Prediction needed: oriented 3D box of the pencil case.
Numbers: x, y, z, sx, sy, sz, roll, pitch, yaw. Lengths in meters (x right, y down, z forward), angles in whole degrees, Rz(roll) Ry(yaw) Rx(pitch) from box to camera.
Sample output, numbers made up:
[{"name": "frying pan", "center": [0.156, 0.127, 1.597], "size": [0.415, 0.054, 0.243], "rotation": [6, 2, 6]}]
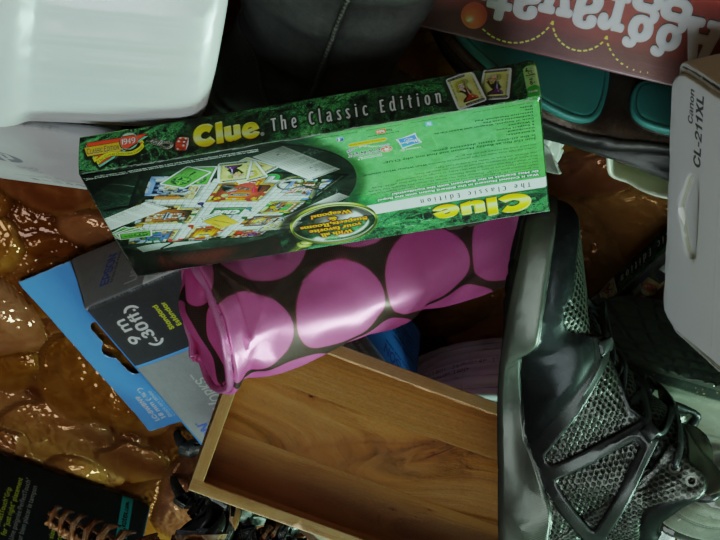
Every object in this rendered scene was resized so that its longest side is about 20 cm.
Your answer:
[{"name": "pencil case", "center": [0.000, 0.000, 0.901], "size": [0.199, 0.091, 0.094], "rotation": [-17, 178, -23]}]

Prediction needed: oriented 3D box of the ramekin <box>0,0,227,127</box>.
[{"name": "ramekin", "center": [-0.106, -0.157, 0.765], "size": [0.097, 0.201, 0.201], "rotation": [6, 132, -10]}]

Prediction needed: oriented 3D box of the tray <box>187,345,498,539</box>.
[{"name": "tray", "center": [0.017, 0.103, 0.949], "size": [0.199, 0.037, 0.099], "rotation": [20, 88, -6]}]

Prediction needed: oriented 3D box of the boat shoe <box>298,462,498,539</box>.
[{"name": "boat shoe", "center": [0.065, 0.139, 0.997], "size": [0.198, 0.072, 0.077], "rotation": [16, 115, -7]}]

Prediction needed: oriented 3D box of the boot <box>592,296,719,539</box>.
[{"name": "boot", "center": [0.189, 0.098, 0.972], "size": [0.199, 0.068, 0.131], "rotation": [17, 122, -13]}]

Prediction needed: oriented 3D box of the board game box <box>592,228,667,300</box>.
[{"name": "board game box", "center": [0.219, -0.004, 0.961], "size": [0.104, 0.024, 0.200], "rotation": [28, 128, -19]}]

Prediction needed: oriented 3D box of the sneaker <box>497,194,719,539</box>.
[{"name": "sneaker", "center": [0.123, 0.055, 0.873], "size": [0.113, 0.076, 0.201], "rotation": [-1, 113, 7]}]

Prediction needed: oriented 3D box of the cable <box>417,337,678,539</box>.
[{"name": "cable", "center": [0.095, 0.124, 1.066], "size": [0.199, 0.069, 0.201], "rotation": [-15, 127, 19]}]

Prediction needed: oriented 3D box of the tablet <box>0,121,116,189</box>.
[{"name": "tablet", "center": [-0.169, -0.059, 0.885], "size": [0.199, 0.014, 0.130], "rotation": [8, 172, 29]}]

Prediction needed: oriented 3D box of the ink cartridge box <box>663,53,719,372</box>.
[{"name": "ink cartridge box", "center": [0.251, -0.038, 0.829], "size": [0.199, 0.083, 0.147], "rotation": [-15, 122, -17]}]

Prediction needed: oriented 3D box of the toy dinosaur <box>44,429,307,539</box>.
[{"name": "toy dinosaur", "center": [-0.085, 0.166, 1.077], "size": [0.199, 0.136, 0.102], "rotation": [27, 129, -17]}]

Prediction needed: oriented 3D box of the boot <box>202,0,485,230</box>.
[{"name": "boot", "center": [0.017, -0.107, 0.788], "size": [0.181, 0.073, 0.200], "rotation": [17, 146, -10]}]

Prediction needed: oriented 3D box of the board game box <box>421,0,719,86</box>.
[{"name": "board game box", "center": [0.101, -0.151, 0.830], "size": [0.198, 0.019, 0.104], "rotation": [12, 106, -4]}]

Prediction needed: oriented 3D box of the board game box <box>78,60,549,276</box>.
[{"name": "board game box", "center": [-0.016, -0.042, 0.785], "size": [0.198, 0.024, 0.105], "rotation": [-9, 151, 4]}]

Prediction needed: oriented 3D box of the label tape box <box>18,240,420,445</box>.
[{"name": "label tape box", "center": [-0.086, 0.040, 1.017], "size": [0.199, 0.064, 0.144], "rotation": [-22, 125, 23]}]

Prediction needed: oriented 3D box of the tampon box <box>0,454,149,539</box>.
[{"name": "tampon box", "center": [-0.256, 0.209, 1.125], "size": [0.199, 0.150, 0.127], "rotation": [20, 130, -10]}]

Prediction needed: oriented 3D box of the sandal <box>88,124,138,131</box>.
[{"name": "sandal", "center": [-0.120, -0.089, 0.912], "size": [0.199, 0.058, 0.080], "rotation": [6, 131, 2]}]

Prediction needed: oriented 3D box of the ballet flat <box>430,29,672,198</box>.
[{"name": "ballet flat", "center": [0.121, -0.074, 0.881], "size": [0.199, 0.068, 0.069], "rotation": [23, 140, 2]}]
